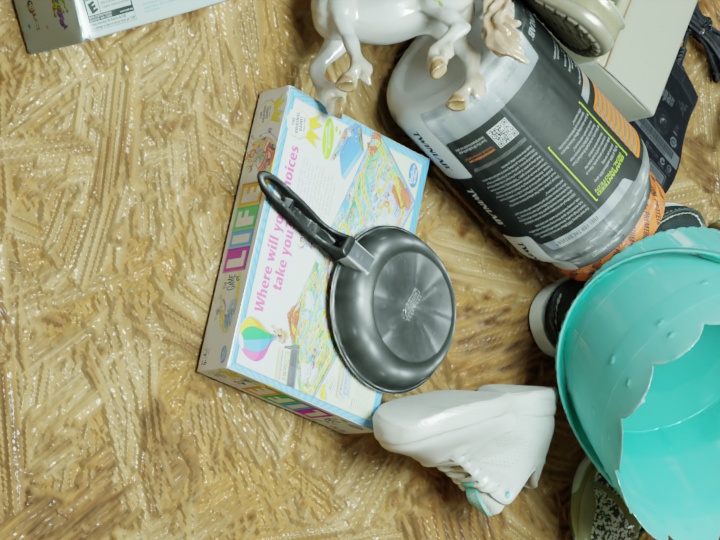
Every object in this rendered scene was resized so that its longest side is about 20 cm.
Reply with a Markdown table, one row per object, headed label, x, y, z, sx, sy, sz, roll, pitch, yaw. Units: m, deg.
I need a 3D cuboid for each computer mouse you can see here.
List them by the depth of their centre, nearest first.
| label | x | y | z | sx | sy | sz | roll | pitch | yaw |
| --- | --- | --- | --- | --- | --- | --- | --- | --- | --- |
| computer mouse | 0.240 | -0.120 | 1.907 | 0.140 | 0.046 | 0.201 | 40 | 55 | -36 |

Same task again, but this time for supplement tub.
| label | x | y | z | sx | sy | sz | roll | pitch | yaw |
| --- | --- | --- | --- | --- | --- | --- | --- | --- | --- |
| supplement tub | 0.122 | -0.091 | 1.740 | 0.200 | 0.122 | 0.123 | 45 | 57 | -27 |

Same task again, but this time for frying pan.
| label | x | y | z | sx | sy | sz | roll | pitch | yaw |
| --- | --- | --- | --- | --- | --- | --- | --- | --- | --- |
| frying pan | 0.011 | -0.007 | 1.650 | 0.115 | 0.031 | 0.191 | -38 | 112 | -39 |

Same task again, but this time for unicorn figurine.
| label | x | y | z | sx | sy | sz | roll | pitch | yaw |
| --- | --- | --- | --- | --- | --- | --- | --- | --- | --- |
| unicorn figurine | 0.008 | -0.173 | 1.649 | 0.199 | 0.074 | 0.138 | 6 | 57 | -11 |

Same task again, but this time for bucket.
| label | x | y | z | sx | sy | sz | roll | pitch | yaw |
| --- | --- | --- | --- | --- | --- | --- | --- | --- | --- |
| bucket | 0.241 | 0.077 | 1.727 | 0.206 | 0.135 | 0.208 | -11 | 123 | -18 |

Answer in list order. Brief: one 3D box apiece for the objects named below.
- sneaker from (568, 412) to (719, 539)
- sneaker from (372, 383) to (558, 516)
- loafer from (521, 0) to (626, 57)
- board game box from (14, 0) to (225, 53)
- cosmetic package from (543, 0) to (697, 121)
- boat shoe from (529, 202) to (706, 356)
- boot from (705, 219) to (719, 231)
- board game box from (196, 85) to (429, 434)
| label | x | y | z | sx | sy | sz | roll | pitch | yaw |
| --- | --- | --- | --- | --- | --- | --- | --- | --- | --- |
| sneaker | 0.229 | 0.149 | 1.825 | 0.200 | 0.088 | 0.077 | -44 | 113 | -36 |
| sneaker | 0.079 | 0.127 | 1.693 | 0.200 | 0.075 | 0.089 | -1 | 93 | -55 |
| loafer | 0.135 | -0.215 | 1.722 | 0.068 | 0.200 | 0.076 | -43 | 126 | 3 |
| board game box | -0.163 | -0.252 | 1.549 | 0.147 | 0.064 | 0.201 | -21 | 100 | -42 |
| cosmetic package | 0.194 | -0.207 | 1.834 | 0.073 | 0.103 | 0.201 | 38 | 60 | -31 |
| boat shoe | 0.210 | 0.006 | 1.846 | 0.200 | 0.060 | 0.076 | -40 | 110 | -37 |
| boot | 0.337 | 0.006 | 1.875 | 0.155 | 0.073 | 0.201 | -29 | 137 | -12 |
| board game box | -0.029 | -0.006 | 1.654 | 0.134 | 0.034 | 0.201 | 26 | 68 | -37 |
